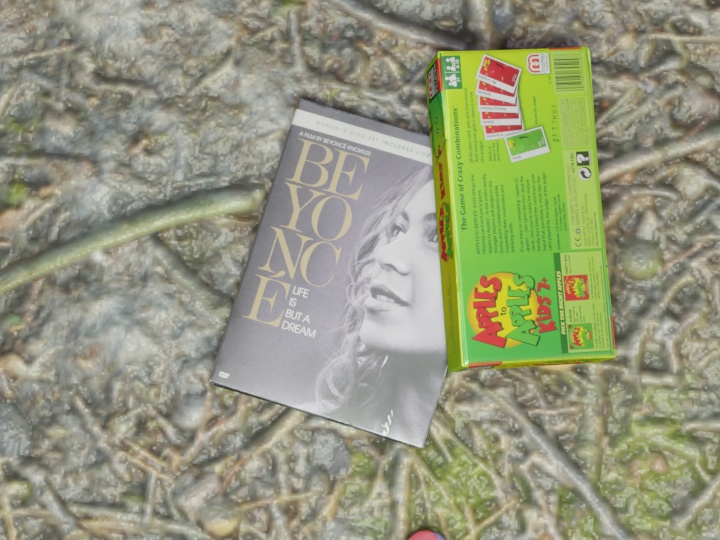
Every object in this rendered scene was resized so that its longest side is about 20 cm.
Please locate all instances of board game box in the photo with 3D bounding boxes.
[{"bbox_3d":[0.102,-0.039,1.045,0.101,0.048,0.202,-3,83,-8],"label":"board game box"}]

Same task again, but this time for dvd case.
[{"bbox_3d":[0.000,0.000,1.071,0.148,0.016,0.201,17,81,5],"label":"dvd case"}]

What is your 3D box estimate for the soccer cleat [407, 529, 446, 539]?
[{"bbox_3d":[0.044,0.265,1.009,0.076,0.067,0.201,14,73,-27],"label":"soccer cleat"}]
